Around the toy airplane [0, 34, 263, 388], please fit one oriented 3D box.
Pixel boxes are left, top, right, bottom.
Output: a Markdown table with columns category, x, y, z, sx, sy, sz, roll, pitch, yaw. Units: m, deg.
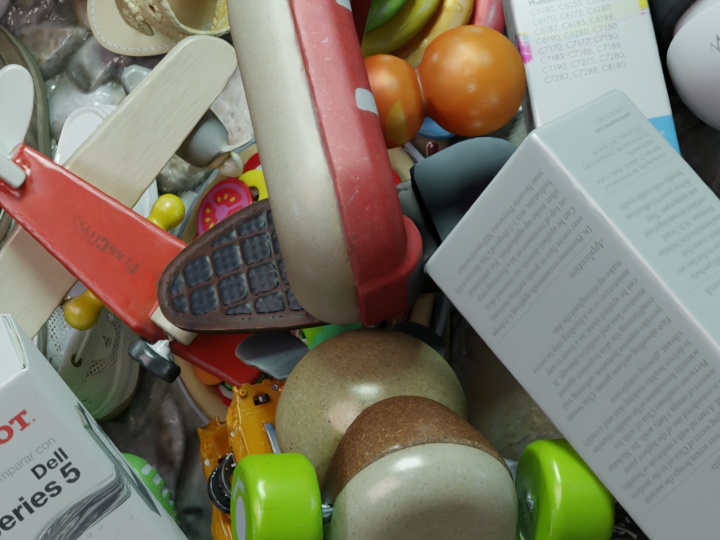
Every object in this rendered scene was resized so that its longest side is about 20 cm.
| category | x | y | z | sx | sy | sz | roll | pitch | yaw |
| --- | --- | --- | --- | --- | --- | --- | --- | --- | --- |
| toy airplane | -0.152 | -0.020 | 1.068 | 0.198 | 0.141 | 0.201 | -9 | 85 | 0 |

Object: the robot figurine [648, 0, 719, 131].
| category | x | y | z | sx | sy | sz | roll | pitch | yaw |
| --- | --- | --- | --- | --- | --- | --- | --- | --- | --- |
| robot figurine | 0.198 | -0.161 | 0.938 | 0.124 | 0.150 | 0.201 | -9 | 69 | 2 |

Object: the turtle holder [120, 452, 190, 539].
| category | x | y | z | sx | sy | sz | roll | pitch | yaw |
| --- | --- | --- | --- | --- | --- | --- | --- | --- | --- |
| turtle holder | -0.197 | 0.154 | 1.110 | 0.141 | 0.184 | 0.133 | 174 | 94 | -69 |

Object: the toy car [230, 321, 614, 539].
| category | x | y | z | sx | sy | sz | roll | pitch | yaw |
| --- | --- | --- | --- | --- | --- | --- | --- | --- | --- |
| toy car | 0.005 | 0.093 | 0.918 | 0.200 | 0.163 | 0.159 | -111 | 25 | -51 |

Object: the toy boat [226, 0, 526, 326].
| category | x | y | z | sx | sy | sz | roll | pitch | yaw |
| --- | --- | --- | --- | --- | --- | --- | --- | --- | --- |
| toy boat | 0.013 | -0.081 | 0.897 | 0.130 | 0.131 | 0.201 | -13 | 71 | -2 |

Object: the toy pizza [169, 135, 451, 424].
| category | x | y | z | sx | sy | sz | roll | pitch | yaw |
| --- | --- | --- | --- | --- | --- | --- | --- | --- | --- |
| toy pizza | -0.037 | 0.004 | 1.088 | 0.199 | 0.032 | 0.202 | -9 | 72 | 30 |

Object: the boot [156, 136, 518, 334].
| category | x | y | z | sx | sy | sz | roll | pitch | yaw |
| --- | --- | --- | --- | --- | --- | --- | --- | --- | --- |
| boot | 0.000 | 0.000 | 0.990 | 0.199 | 0.097 | 0.075 | -17 | 69 | 5 |

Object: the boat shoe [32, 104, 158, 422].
| category | x | y | z | sx | sy | sz | roll | pitch | yaw |
| --- | --- | --- | --- | --- | --- | --- | --- | --- | --- |
| boat shoe | -0.169 | -0.013 | 1.162 | 0.070 | 0.069 | 0.201 | -15 | 68 | 32 |

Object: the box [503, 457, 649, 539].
| category | x | y | z | sx | sy | sz | roll | pitch | yaw |
| --- | --- | --- | --- | --- | --- | --- | --- | --- | --- |
| box | 0.105 | 0.207 | 0.938 | 0.158 | 0.048 | 0.201 | 16 | 85 | 34 |

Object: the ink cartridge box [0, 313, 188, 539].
| category | x | y | z | sx | sy | sz | roll | pitch | yaw |
| --- | --- | --- | --- | --- | --- | --- | --- | --- | --- |
| ink cartridge box | -0.178 | 0.147 | 0.992 | 0.145 | 0.200 | 0.084 | -36 | 26 | -3 |

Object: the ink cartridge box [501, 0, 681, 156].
| category | x | y | z | sx | sy | sz | roll | pitch | yaw |
| --- | --- | --- | --- | --- | --- | --- | --- | --- | --- |
| ink cartridge box | 0.109 | -0.114 | 0.961 | 0.067 | 0.115 | 0.201 | -11 | 78 | 3 |

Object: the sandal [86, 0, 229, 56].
| category | x | y | z | sx | sy | sz | roll | pitch | yaw |
| --- | --- | --- | --- | --- | --- | --- | --- | --- | --- |
| sandal | -0.093 | -0.173 | 1.143 | 0.210 | 0.070 | 0.078 | -13 | 104 | 27 |

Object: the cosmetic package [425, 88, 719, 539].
| category | x | y | z | sx | sy | sz | roll | pitch | yaw |
| --- | --- | --- | --- | --- | --- | --- | --- | --- | --- |
| cosmetic package | 0.132 | 0.034 | 0.824 | 0.200 | 0.071 | 0.102 | 51 | 136 | 12 |

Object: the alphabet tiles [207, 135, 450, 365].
| category | x | y | z | sx | sy | sz | roll | pitch | yaw |
| --- | --- | --- | --- | --- | --- | --- | --- | --- | --- |
| alphabet tiles | -0.022 | -0.001 | 1.103 | 0.165 | 0.006 | 0.202 | -9 | 72 | 31 |

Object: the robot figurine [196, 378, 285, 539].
| category | x | y | z | sx | sy | sz | roll | pitch | yaw |
| --- | --- | --- | --- | --- | --- | --- | --- | --- | --- |
| robot figurine | -0.032 | 0.162 | 1.000 | 0.145 | 0.058 | 0.201 | 133 | 121 | -66 |

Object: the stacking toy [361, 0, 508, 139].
| category | x | y | z | sx | sy | sz | roll | pitch | yaw |
| --- | --- | --- | --- | --- | --- | --- | --- | --- | --- |
| stacking toy | 0.000 | -0.160 | 1.014 | 0.109 | 0.200 | 0.117 | 25 | 86 | 35 |

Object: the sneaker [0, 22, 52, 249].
| category | x | y | z | sx | sy | sz | roll | pitch | yaw |
| --- | --- | --- | --- | --- | --- | --- | --- | --- | --- |
| sneaker | -0.242 | -0.089 | 1.226 | 0.070 | 0.075 | 0.201 | -32 | 62 | 22 |
